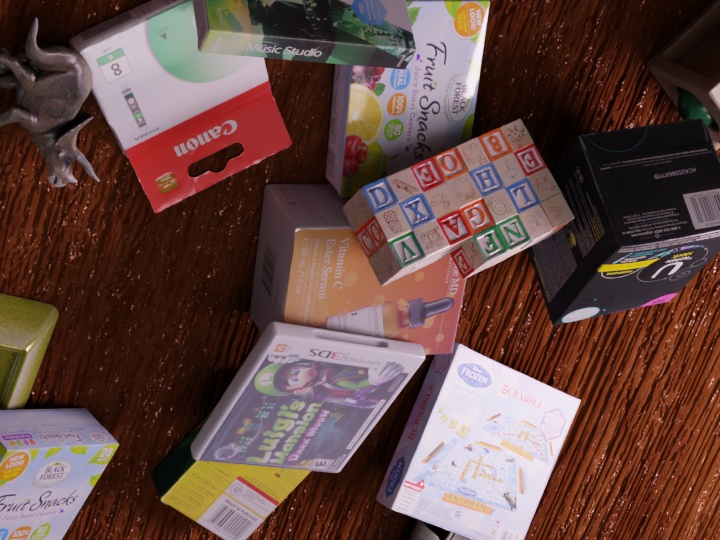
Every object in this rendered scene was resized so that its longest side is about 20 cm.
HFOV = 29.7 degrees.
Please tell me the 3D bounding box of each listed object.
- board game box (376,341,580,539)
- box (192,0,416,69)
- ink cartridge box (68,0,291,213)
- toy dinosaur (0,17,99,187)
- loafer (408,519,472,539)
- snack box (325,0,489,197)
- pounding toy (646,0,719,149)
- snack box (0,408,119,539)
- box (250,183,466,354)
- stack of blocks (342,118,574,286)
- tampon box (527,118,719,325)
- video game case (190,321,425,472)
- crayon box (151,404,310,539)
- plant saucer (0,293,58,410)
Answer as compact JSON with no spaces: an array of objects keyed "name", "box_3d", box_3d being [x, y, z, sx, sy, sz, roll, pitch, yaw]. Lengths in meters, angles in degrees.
[{"name":"board game box","box_3d":[0.139,0.206,1.570,0.199,0.041,0.201,26,86,-31]},{"name":"box","box_3d":[-0.056,-0.255,1.221,0.198,0.146,0.036,0,151,-22]},{"name":"ink cartridge box","box_3d":[-0.161,-0.161,1.283,0.160,0.050,0.201,-27,121,-7]},{"name":"toy dinosaur","box_3d":[-0.278,-0.165,1.201,0.101,0.078,0.201,-2,142,-19]},{"name":"loafer","box_3d":[0.085,0.325,1.636,0.200,0.070,0.070,-44,120,-4]},{"name":"snack box","box_3d":[0.045,-0.178,1.354,0.141,0.053,0.202,-6,119,-21]},{"name":"pounding toy","box_3d":[0.405,-0.193,1.432,0.200,0.184,0.142,-42,112,4]},{"name":"snack box","box_3d":[-0.359,0.236,1.360,0.201,0.068,0.168,-59,153,13]},{"name":"box","box_3d":[0.000,0.000,1.399,0.198,0.106,0.154,-2,117,-21]},{"name":"stack of blocks","box_3d":[0.096,-0.055,1.323,0.199,0.059,0.116,-24,82,-26]},{"name":"tampon box","box_3d":[0.278,-0.047,1.421,0.148,0.127,0.200,-10,158,-16]},{"name":"video game case","box_3d":[-0.055,0.136,1.397,0.180,0.023,0.201,10,131,-31]},{"name":"crayon box","box_3d":[-0.116,0.196,1.491,0.200,0.051,0.127,-45,124,6]},{"name":"plant saucer","box_3d":[-0.414,0.111,1.325,0.198,0.048,0.201,14,110,-28]}]
